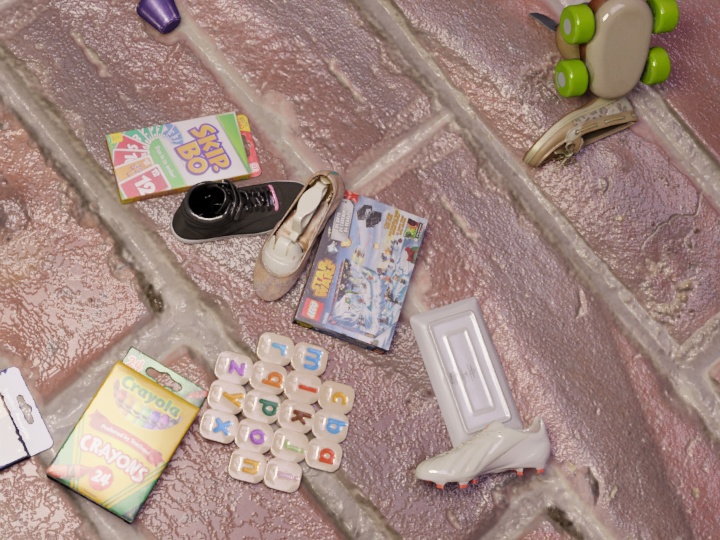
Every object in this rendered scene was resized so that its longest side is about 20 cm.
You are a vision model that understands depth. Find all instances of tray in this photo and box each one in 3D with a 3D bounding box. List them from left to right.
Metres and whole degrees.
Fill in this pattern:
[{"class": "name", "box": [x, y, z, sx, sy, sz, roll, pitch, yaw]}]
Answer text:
[{"class": "tray", "box": [0.149, 0.141, 1.684, 0.107, 0.022, 0.200, -17, 80, -15]}]

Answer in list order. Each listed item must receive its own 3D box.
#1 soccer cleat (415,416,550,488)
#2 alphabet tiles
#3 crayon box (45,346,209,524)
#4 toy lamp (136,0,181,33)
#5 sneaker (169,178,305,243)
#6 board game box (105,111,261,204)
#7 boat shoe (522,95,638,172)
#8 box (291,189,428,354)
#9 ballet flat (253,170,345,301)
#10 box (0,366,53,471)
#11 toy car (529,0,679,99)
[{"class": "soccer cleat", "box": [0.163, 0.243, 1.635, 0.200, 0.069, 0.078, -6, 96, -21]}, {"class": "alphabet tiles", "box": [-0.110, 0.188, 1.615, 0.195, 0.015, 0.200, 16, 73, -13]}, {"class": "crayon box", "box": [-0.295, 0.206, 1.555, 0.127, 0.051, 0.200, 30, 71, -3]}, {"class": "toy lamp", "box": [-0.322, -0.421, 1.706, 0.058, 0.058, 0.200, -34, 85, -18]}, {"class": "sneaker", "box": [-0.155, -0.089, 1.636, 0.200, 0.099, 0.071, -15, 78, -17]}, {"class": "board game box", "box": [-0.242, -0.158, 1.674, 0.200, 0.030, 0.096, -12, 79, -17]}, {"class": "boat shoe", "box": [0.325, -0.202, 1.783, 0.200, 0.073, 0.063, -34, 82, -19]}, {"class": "box", "box": [0.000, 0.000, 1.678, 0.137, 0.040, 0.200, 21, 73, -8]}, {"class": "ballet flat", "box": [-0.090, -0.052, 1.635, 0.068, 0.067, 0.200, 28, 86, 7]}, {"class": "box", "box": [-0.501, 0.210, 1.520, 0.200, 0.032, 0.121, -26, 82, -18]}, {"class": "toy car", "box": [0.340, -0.357, 1.786, 0.164, 0.158, 0.200, -10, 35, -16]}]
